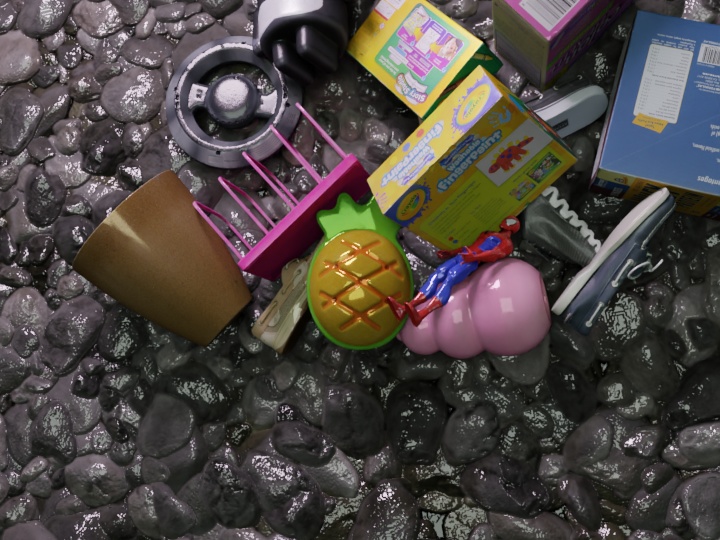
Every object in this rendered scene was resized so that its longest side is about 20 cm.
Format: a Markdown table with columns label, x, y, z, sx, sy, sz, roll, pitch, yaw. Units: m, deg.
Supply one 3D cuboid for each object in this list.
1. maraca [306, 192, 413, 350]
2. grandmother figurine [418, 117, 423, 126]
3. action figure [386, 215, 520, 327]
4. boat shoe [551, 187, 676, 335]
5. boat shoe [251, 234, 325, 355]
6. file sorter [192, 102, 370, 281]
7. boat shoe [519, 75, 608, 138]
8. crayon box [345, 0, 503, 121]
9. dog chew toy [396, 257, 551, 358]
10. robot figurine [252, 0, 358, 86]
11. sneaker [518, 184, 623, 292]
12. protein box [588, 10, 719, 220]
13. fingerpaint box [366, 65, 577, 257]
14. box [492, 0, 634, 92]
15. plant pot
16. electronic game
| label | x | y | z | sx | sy | sz | roll | pitch | yaw |
| --- | --- | --- | --- | --- | --- | --- | --- | --- | --- |
| maraca | 0.000 | 0.000 | 1.107 | 0.136 | 0.107 | 0.202 | 1 | 81 | -4 |
| grandmother figurine | 0.132 | -0.195 | 1.174 | 0.120 | 0.061 | 0.202 | 11 | 89 | 4 |
| action figure | 0.124 | -0.008 | 1.070 | 0.199 | 0.065 | 0.052 | -34 | 108 | -22 |
| boat shoe | 0.313 | -0.008 | 1.046 | 0.062 | 0.075 | 0.200 | 39 | 104 | 6 |
| boat shoe | -0.080 | 0.014 | 1.181 | 0.064 | 0.071 | 0.201 | 30 | 90 | 13 |
| file sorter | -0.103 | -0.104 | 1.164 | 0.200 | 0.139 | 0.126 | -44 | 78 | 3 |
| boat shoe | 0.224 | -0.202 | 1.148 | 0.199 | 0.070 | 0.066 | -27 | 51 | 0 |
| crayon box | 0.078 | -0.280 | 1.140 | 0.119 | 0.058 | 0.200 | -50 | 51 | 12 |
| dog chew toy | 0.139 | 0.056 | 1.118 | 0.199 | 0.124 | 0.126 | -13 | 82 | 16 |
| robot figurine | -0.077 | -0.353 | 1.181 | 0.149 | 0.125 | 0.202 | -4 | 67 | -3 |
| sneaker | 0.255 | -0.040 | 1.134 | 0.090 | 0.066 | 0.201 | -38 | 79 | 11 |
| protein box | 0.408 | -0.185 | 1.083 | 0.197 | 0.135 | 0.202 | 14 | 87 | 11 |
| fingerpaint box | 0.137 | -0.125 | 1.081 | 0.200 | 0.166 | 0.074 | -44 | 43 | 22 |
| box | 0.260 | -0.343 | 1.092 | 0.176 | 0.200 | 0.097 | -45 | 79 | 2 |
| plant pot | -0.248 | 0.003 | 1.171 | 0.186 | 0.186 | 0.200 | -45 | 92 | 3 |
| electronic game | -0.180 | -0.239 | 1.239 | 0.198 | 0.042 | 0.202 | -1 | 77 | 5 |
